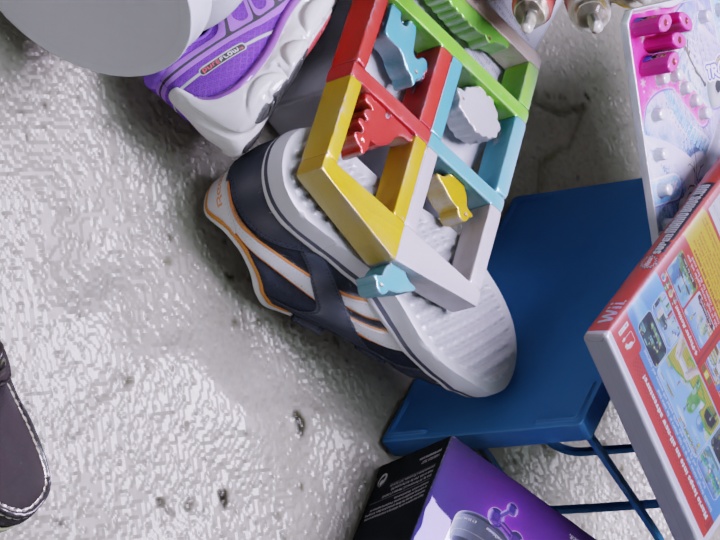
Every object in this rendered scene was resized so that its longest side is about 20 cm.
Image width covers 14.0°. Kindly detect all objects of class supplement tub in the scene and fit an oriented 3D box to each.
[{"bbox_3d":[-0.097,-0.209,1.470,0.146,0.145,0.200,51,48,-27],"label":"supplement tub"}]

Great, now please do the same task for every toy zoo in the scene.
[{"bbox_3d":[0.031,-0.070,1.560,0.131,0.020,0.201,41,51,-33],"label":"toy zoo"}]

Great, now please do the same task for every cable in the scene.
[{"bbox_3d":[0.116,-0.174,1.653,0.200,0.097,0.051,-72,150,-70],"label":"cable"}]

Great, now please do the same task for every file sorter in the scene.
[{"bbox_3d":[0.133,0.061,1.674,0.123,0.138,0.200,55,47,-28],"label":"file sorter"}]

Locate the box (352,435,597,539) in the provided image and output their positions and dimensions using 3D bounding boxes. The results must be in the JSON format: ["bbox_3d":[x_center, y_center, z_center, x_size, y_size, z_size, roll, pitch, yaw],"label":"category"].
[{"bbox_3d":[0.082,0.207,1.596,0.200,0.079,0.142,36,58,-19],"label":"box"}]

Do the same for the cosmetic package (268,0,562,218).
[{"bbox_3d":[0.035,-0.128,1.653,0.102,0.071,0.200,51,48,-27],"label":"cosmetic package"}]

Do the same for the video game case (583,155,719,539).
[{"bbox_3d":[0.197,0.033,1.597,0.200,0.017,0.144,-49,124,-40],"label":"video game case"}]

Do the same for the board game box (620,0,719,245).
[{"bbox_3d":[0.223,-0.061,1.674,0.200,0.026,0.201,-17,101,-51],"label":"board game box"}]

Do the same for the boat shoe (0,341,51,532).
[{"bbox_3d":[-0.199,0.040,1.363,0.200,0.065,0.073,57,45,-24],"label":"boat shoe"}]

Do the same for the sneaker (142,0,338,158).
[{"bbox_3d":[-0.055,-0.149,1.558,0.083,0.081,0.200,33,42,-4],"label":"sneaker"}]

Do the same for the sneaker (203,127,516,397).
[{"bbox_3d":[0.000,0.000,1.578,0.200,0.079,0.079,44,48,-28],"label":"sneaker"}]
